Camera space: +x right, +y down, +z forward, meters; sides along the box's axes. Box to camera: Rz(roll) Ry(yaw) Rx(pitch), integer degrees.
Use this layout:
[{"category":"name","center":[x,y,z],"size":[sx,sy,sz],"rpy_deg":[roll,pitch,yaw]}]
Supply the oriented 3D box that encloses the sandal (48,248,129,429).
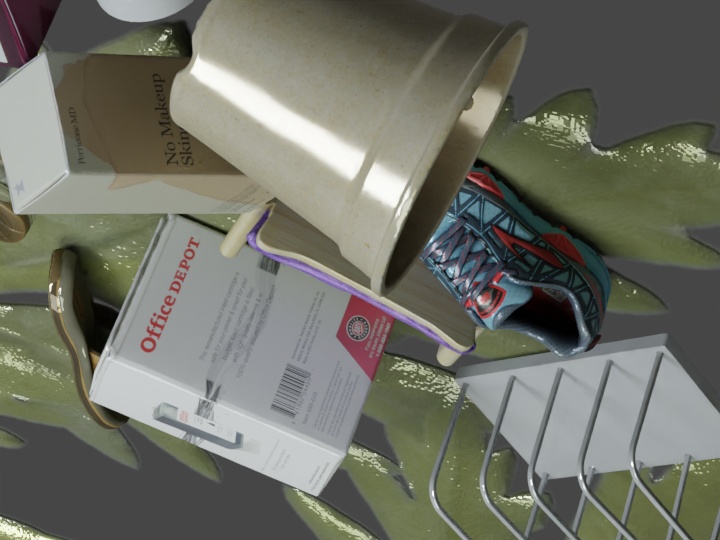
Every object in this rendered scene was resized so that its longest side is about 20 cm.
[{"category":"sandal","center":[-0.211,0.058,2.206],"size":[0.054,0.081,0.201],"rpy_deg":[-9,136,4]}]

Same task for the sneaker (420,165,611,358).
[{"category":"sneaker","center":[0.096,-0.007,1.916],"size":[0.199,0.096,0.079],"rpy_deg":[28,126,-14]}]

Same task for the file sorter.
[{"category":"file sorter","center":[0.175,0.151,2.074],"size":[0.199,0.125,0.139],"rpy_deg":[-12,135,37]}]

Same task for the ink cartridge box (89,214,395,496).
[{"category":"ink cartridge box","center":[-0.092,0.065,2.075],"size":[0.199,0.146,0.085],"rpy_deg":[24,146,-4]}]

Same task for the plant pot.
[{"category":"plant pot","center":[-0.017,-0.114,1.763],"size":[0.183,0.201,0.201],"rpy_deg":[28,146,8]}]

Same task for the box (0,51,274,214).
[{"category":"box","center":[-0.146,-0.093,1.851],"size":[0.199,0.095,0.078],"rpy_deg":[-3,163,-39]}]

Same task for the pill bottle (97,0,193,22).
[{"category":"pill bottle","center":[-0.159,-0.256,1.704],"size":[0.112,0.113,0.200],"rpy_deg":[6,142,21]}]

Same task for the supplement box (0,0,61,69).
[{"category":"supplement box","center":[-0.306,-0.214,1.839],"size":[0.199,0.111,0.086],"rpy_deg":[7,143,18]}]

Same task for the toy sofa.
[{"category":"toy sofa","center":[0.000,0.000,1.983],"size":[0.199,0.098,0.083],"rpy_deg":[26,145,-10]}]

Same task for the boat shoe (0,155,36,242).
[{"category":"boat shoe","center":[-0.325,-0.090,2.057],"size":[0.199,0.066,0.074],"rpy_deg":[28,148,13]}]
